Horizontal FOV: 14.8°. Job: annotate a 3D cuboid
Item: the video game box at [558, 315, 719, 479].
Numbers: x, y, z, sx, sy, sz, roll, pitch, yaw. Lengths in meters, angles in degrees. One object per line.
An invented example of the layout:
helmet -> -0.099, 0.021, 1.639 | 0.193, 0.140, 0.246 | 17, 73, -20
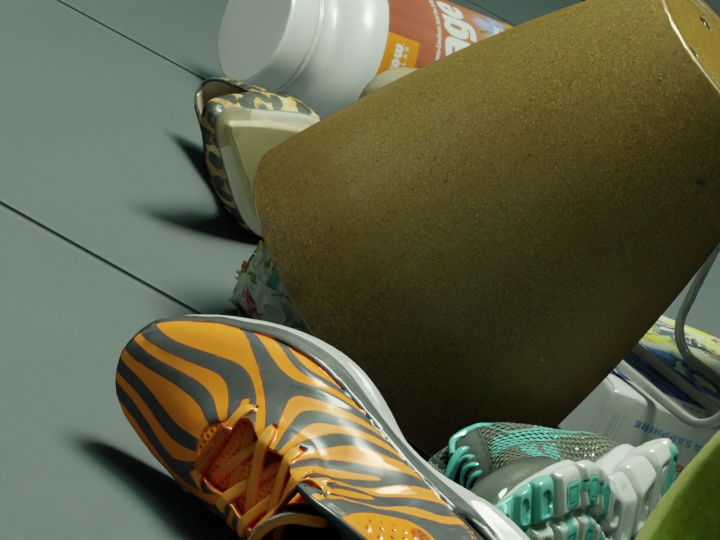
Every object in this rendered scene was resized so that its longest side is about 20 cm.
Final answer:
video game box -> 0.172, 0.072, 1.473 | 0.182, 0.047, 0.200 | 24, 13, -21

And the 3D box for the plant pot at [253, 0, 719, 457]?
plant pot -> 0.087, -0.037, 1.255 | 0.186, 0.200, 0.186 | 44, 22, -23

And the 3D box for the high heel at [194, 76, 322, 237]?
high heel -> -0.075, -0.081, 1.503 | 0.143, 0.071, 0.200 | 41, 2, 27

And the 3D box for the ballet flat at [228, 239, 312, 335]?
ballet flat -> 0.000, 0.000, 1.376 | 0.076, 0.064, 0.200 | 29, 13, 13

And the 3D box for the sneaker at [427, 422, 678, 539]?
sneaker -> 0.061, 0.100, 1.133 | 0.091, 0.078, 0.200 | 15, 5, 20

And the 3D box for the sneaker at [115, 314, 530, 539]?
sneaker -> -0.026, 0.078, 0.994 | 0.200, 0.078, 0.112 | 32, 13, 23

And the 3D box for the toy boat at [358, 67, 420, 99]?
toy boat -> 0.063, -0.037, 1.475 | 0.130, 0.131, 0.200 | 6, 7, -10

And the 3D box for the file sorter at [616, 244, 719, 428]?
file sorter -> 0.222, 0.015, 1.416 | 0.200, 0.125, 0.139 | 12, 21, -44

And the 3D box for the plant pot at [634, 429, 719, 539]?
plant pot -> 0.209, 0.155, 0.959 | 0.184, 0.200, 0.200 | 33, 9, -24

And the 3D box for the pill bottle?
pill bottle -> 0.012, -0.133, 1.807 | 0.200, 0.112, 0.112 | 17, 16, -33
